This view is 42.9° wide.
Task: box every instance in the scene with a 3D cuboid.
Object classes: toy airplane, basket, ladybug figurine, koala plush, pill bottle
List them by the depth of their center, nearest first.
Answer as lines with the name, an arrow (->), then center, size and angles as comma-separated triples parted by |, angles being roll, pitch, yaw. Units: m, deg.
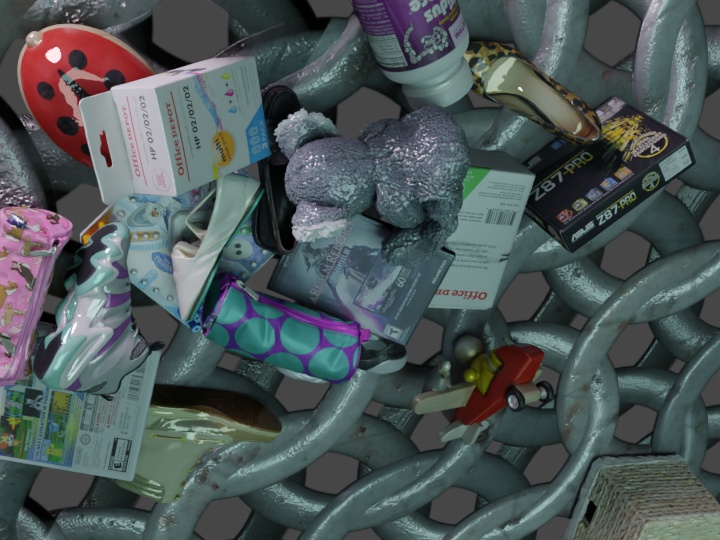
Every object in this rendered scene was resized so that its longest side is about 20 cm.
ladybug figurine -> -0.280, -0.177, 0.986 | 0.136, 0.072, 0.200 | -44, 124, 5
koala plush -> 0.005, -0.108, 1.038 | 0.199, 0.178, 0.184 | -2, 163, -18
pill bottle -> 0.058, -0.286, 1.042 | 0.112, 0.112, 0.200 | -32, 125, -4
toy airplane -> 0.174, 0.165, 1.342 | 0.199, 0.141, 0.200 | -26, 161, 5
basket -> 0.494, 0.447, 1.600 | 0.199, 0.161, 0.199 | 3, 117, -22

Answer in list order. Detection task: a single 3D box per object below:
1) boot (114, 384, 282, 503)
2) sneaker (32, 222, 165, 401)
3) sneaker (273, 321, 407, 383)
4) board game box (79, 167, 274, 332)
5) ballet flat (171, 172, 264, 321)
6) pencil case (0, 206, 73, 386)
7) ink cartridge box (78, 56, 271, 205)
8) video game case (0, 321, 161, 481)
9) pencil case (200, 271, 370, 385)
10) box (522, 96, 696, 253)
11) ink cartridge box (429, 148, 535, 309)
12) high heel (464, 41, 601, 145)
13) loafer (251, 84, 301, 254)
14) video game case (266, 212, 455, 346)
boot -> -0.219, 0.242, 1.242 | 0.200, 0.072, 0.155 | 13, 111, -20
sneaker -> -0.280, 0.054, 1.069 | 0.140, 0.078, 0.200 | 28, 84, -40
sneaker -> -0.021, 0.083, 1.239 | 0.200, 0.075, 0.114 | -2, 117, -27
board game box -> -0.200, -0.043, 1.121 | 0.200, 0.026, 0.200 | -43, 124, 4
ballet flat -> -0.184, -0.033, 1.083 | 0.069, 0.069, 0.200 | 19, 113, -30
pencil case -> -0.389, 0.028, 1.033 | 0.083, 0.087, 0.200 | 18, 103, -12
ink cartridge box -> -0.189, -0.149, 0.969 | 0.200, 0.068, 0.115 | -34, 123, -48
video game case -> -0.357, 0.164, 1.145 | 0.182, 0.022, 0.200 | 12, 113, -11
pencil case -> -0.096, 0.072, 1.135 | 0.200, 0.085, 0.092 | 21, 128, -16
box -> 0.307, -0.129, 1.202 | 0.200, 0.161, 0.049 | -36, 125, 1
ink cartridge box -> 0.124, -0.056, 1.212 | 0.146, 0.084, 0.200 | 5, 115, -23
high heel -> 0.205, -0.219, 1.120 | 0.200, 0.143, 0.072 | 22, 107, -31
loafer -> -0.088, -0.116, 1.086 | 0.072, 0.063, 0.201 | -4, 107, -30
video game case -> 0.000, 0.000, 1.162 | 0.200, 0.019, 0.143 | 23, 112, -11
